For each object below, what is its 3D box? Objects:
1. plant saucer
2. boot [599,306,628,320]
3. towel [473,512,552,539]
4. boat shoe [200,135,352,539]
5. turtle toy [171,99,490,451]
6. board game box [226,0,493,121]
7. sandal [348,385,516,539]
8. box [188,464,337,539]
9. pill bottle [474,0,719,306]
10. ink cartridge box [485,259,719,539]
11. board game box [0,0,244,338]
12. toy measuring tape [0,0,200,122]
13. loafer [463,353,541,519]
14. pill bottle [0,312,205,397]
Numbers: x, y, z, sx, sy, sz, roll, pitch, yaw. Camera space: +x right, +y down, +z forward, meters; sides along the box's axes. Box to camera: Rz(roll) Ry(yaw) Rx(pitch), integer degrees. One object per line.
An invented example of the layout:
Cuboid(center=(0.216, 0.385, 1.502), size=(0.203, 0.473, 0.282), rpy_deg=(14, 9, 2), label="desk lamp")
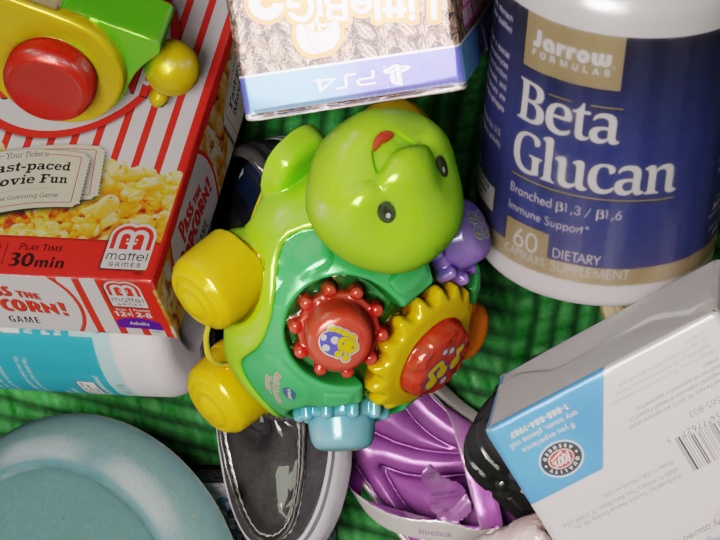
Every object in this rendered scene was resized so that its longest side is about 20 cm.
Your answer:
Cuboid(center=(-0.143, 0.171, 1.341), size=(0.199, 0.027, 0.202), rpy_deg=(1, 91, 31), label="plant saucer")
Cuboid(center=(0.218, 0.047, 1.240), size=(0.155, 0.073, 0.200), rpy_deg=(-40, 90, 22), label="boot")
Cuboid(center=(0.055, 0.221, 1.320), size=(0.199, 0.032, 0.191), rpy_deg=(-29, 114, 23), label="towel")
Cuboid(center=(-0.046, 0.036, 1.303), size=(0.070, 0.066, 0.202), rpy_deg=(3, 90, 29), label="boat shoe")
Cuboid(center=(0.000, 0.000, 1.203), size=(0.101, 0.146, 0.201), rpy_deg=(36, 152, 27), label="turtle toy")
Cuboid(center=(-0.007, -0.182, 1.210), size=(0.096, 0.159, 0.201), rpy_deg=(-7, 101, 9), label="board game box")
Cuboid(center=(0.028, 0.095, 1.325), size=(0.203, 0.050, 0.083), rpy_deg=(43, 111, 8), label="sandal")
Cuboid(center=(-0.106, 0.168, 1.392), size=(0.199, 0.040, 0.138), rpy_deg=(-1, 100, 18), label="box")
Cuboid(center=(0.111, -0.096, 1.201), size=(0.110, 0.111, 0.201), rpy_deg=(13, 121, 15), label="pill bottle")
Cuboid(center=(0.155, 0.113, 1.200), size=(0.115, 0.068, 0.201), rpy_deg=(-28, 103, 17), label="ink cartridge box")
Cuboid(center=(-0.134, -0.065, 1.279), size=(0.150, 0.201, 0.046), rpy_deg=(2, 144, 17), label="board game box")
Cuboid(center=(-0.167, -0.113, 1.227), size=(0.199, 0.074, 0.074), rpy_deg=(19, 107, -4), label="toy measuring tape")
Cuboid(center=(0.136, 0.121, 1.287), size=(0.200, 0.070, 0.068), rpy_deg=(43, 155, -8), label="loafer")
Cuboid(center=(-0.170, 0.003, 1.340), size=(0.199, 0.111, 0.112), rpy_deg=(1, 102, 18), label="pill bottle")
